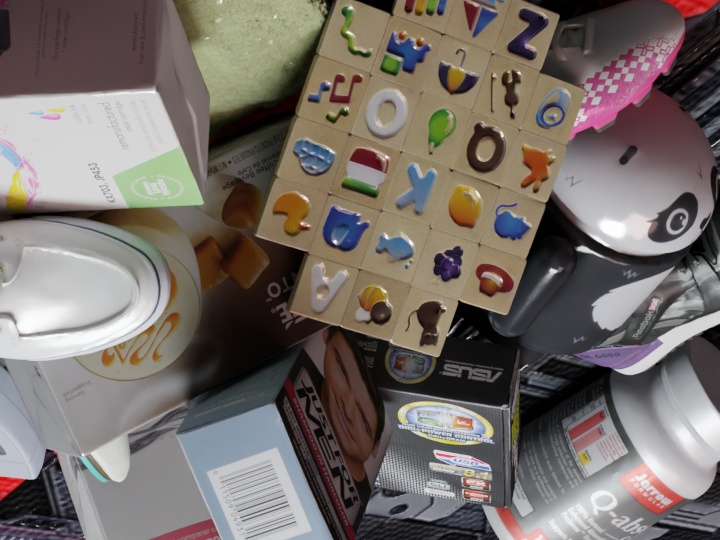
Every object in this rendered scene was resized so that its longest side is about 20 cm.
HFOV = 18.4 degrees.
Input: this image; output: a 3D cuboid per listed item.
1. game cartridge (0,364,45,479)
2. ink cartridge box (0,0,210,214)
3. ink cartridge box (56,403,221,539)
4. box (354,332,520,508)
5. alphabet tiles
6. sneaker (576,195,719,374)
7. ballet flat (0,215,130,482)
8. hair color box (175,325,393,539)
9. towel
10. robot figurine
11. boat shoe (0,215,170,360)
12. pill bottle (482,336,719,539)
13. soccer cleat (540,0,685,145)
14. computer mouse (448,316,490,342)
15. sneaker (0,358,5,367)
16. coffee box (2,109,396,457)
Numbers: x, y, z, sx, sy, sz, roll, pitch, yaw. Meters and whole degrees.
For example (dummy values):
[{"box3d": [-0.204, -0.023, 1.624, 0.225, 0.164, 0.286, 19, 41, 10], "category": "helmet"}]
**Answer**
[{"box3d": [-0.265, 0.072, 1.313, 0.133, 0.041, 0.200, 1, 155, 17], "category": "game cartridge"}, {"box3d": [-0.182, -0.079, 1.080, 0.199, 0.068, 0.117, -3, 154, 8], "category": "ink cartridge box"}, {"box3d": [-0.135, 0.150, 1.414, 0.082, 0.200, 0.147, -18, 151, -12], "category": "ink cartridge box"}, {"box3d": [0.001, 0.087, 1.413, 0.199, 0.044, 0.160, 9, 153, 8], "category": "box"}, {"box3d": [0.034, -0.059, 1.201, 0.166, 0.006, 0.201, 17, 95, -30], "category": "alphabet tiles"}, {"box3d": [0.206, 0.004, 1.514, 0.087, 0.076, 0.200, 13, 137, -35], "category": "sneaker"}, {"box3d": [-0.176, 0.032, 1.247, 0.069, 0.069, 0.200, -31, 109, 19], "category": "ballet flat"}, {"box3d": [-0.037, 0.090, 1.239, 0.060, 0.099, 0.200, -19, -167, 13], "category": "hair color box"}, {"box3d": [-0.094, -0.130, 1.140, 0.148, 0.037, 0.200, -27, 149, 10], "category": "towel"}, {"box3d": [0.135, -0.027, 1.360, 0.124, 0.151, 0.200, 11, 140, -23], "category": "robot figurine"}, {"box3d": [-0.196, 0.014, 1.101, 0.199, 0.074, 0.067, -2, -169, 4], "category": "boat shoe"}, {"box3d": [0.196, 0.139, 1.684, 0.200, 0.116, 0.116, -35, 147, 25], "category": "pill bottle"}, {"box3d": [0.089, -0.108, 1.259, 0.200, 0.070, 0.086, -32, 122, 1], "category": "soccer cleat"}, {"box3d": [0.009, 0.057, 1.496, 0.138, 0.053, 0.200, -34, 148, 24], "category": "computer mouse"}, {"box3d": [-0.153, -0.005, 1.301, 0.199, 0.077, 0.082, -15, 119, 4], "category": "sneaker"}, {"box3d": [-0.098, 0.004, 1.209, 0.200, 0.115, 0.080, -27, -170, -21], "category": "coffee box"}]
